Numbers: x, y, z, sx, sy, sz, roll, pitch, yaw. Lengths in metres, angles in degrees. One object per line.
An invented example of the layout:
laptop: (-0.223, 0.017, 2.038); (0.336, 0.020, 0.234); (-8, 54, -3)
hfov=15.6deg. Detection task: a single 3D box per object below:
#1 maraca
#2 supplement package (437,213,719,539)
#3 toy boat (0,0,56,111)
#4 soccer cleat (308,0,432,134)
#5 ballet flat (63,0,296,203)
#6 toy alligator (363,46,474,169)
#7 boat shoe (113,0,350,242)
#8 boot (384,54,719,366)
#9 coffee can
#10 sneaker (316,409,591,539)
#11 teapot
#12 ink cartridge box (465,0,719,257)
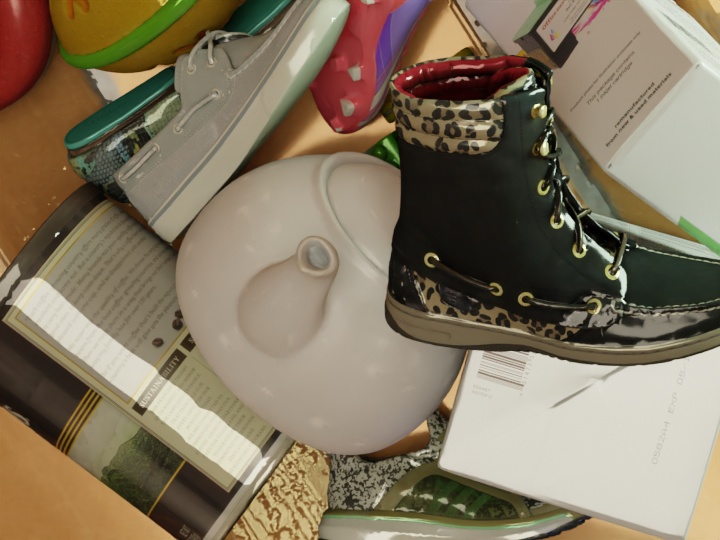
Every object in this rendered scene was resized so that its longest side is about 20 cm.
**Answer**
maraca: (-0.113, -0.191, 1.602); (0.200, 0.138, 0.107); (-27, 130, 35)
supplement package: (0.142, 0.052, 1.569); (0.150, 0.200, 0.153); (17, 97, 4)
toy boat: (-0.290, -0.142, 1.636); (0.199, 0.131, 0.131); (-24, 93, 9)
soccer cleat: (0.015, -0.153, 1.592); (0.076, 0.200, 0.067); (-25, 64, -25)
ballet flat: (-0.092, -0.112, 1.655); (0.200, 0.074, 0.074); (-34, 91, 12)
toy alligator: (0.032, -0.080, 1.642); (0.200, 0.054, 0.059); (-35, 91, 9)
boat shoe: (-0.083, -0.102, 1.570); (0.071, 0.070, 0.201); (41, 122, 1)
boot: (0.109, -0.033, 1.400); (0.202, 0.074, 0.154); (2, 121, 10)
coffee can: (-0.132, 0.063, 1.630); (0.200, 0.146, 0.147); (37, 99, 2)
sneaker: (0.065, 0.130, 1.656); (0.199, 0.077, 0.089); (-5, 86, 5)
teapot: (0.000, 0.000, 1.554); (0.197, 0.200, 0.146); (28, 121, -30)
ink cartridge box: (0.167, -0.106, 1.530); (0.145, 0.200, 0.084); (32, 106, -38)
